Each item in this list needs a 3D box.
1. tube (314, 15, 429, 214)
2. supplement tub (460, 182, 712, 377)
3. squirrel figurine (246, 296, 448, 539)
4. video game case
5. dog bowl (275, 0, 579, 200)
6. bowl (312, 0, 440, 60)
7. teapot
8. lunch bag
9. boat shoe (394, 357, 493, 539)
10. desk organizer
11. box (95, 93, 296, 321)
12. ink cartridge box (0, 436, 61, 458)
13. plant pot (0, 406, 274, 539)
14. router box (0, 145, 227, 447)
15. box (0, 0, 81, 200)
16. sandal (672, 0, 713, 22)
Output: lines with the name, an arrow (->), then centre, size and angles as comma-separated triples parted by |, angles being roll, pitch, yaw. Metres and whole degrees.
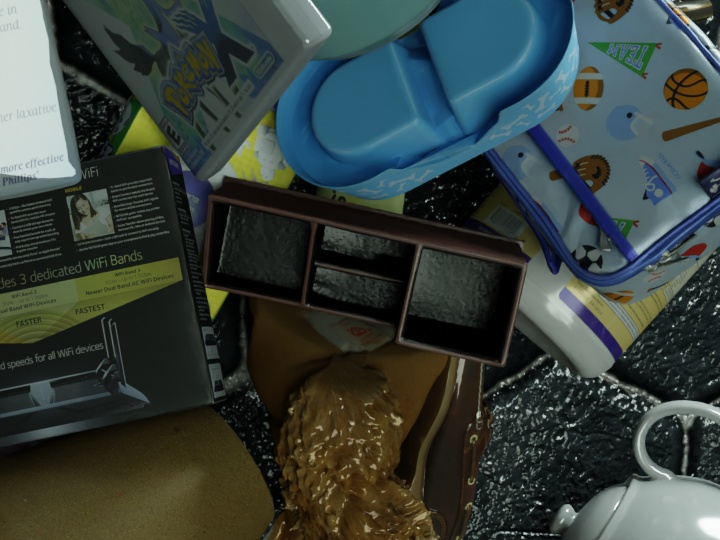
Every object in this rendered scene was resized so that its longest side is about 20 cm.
tube -> 0.008, -0.089, 0.874 | 0.052, 0.058, 0.200 | -22, 126, -60
supplement tub -> 0.176, -0.041, 0.894 | 0.200, 0.145, 0.145 | -47, 115, -2
squirrel figurine -> -0.017, 0.128, 0.845 | 0.141, 0.200, 0.187 | 7, 118, -6
video game case -> -0.110, -0.157, 0.701 | 0.022, 0.200, 0.182 | -37, 91, -27
dog bowl -> 0.044, -0.114, 0.784 | 0.200, 0.112, 0.050 | -26, 151, 16
bowl -> -0.014, -0.204, 0.764 | 0.201, 0.201, 0.105 | -42, 130, -4
teapot -> 0.216, 0.228, 0.985 | 0.146, 0.198, 0.200 | 35, 56, 11
lunch bag -> 0.156, -0.083, 0.791 | 0.160, 0.200, 0.076 | -37, 153, 11
boat shoe -> 0.062, 0.118, 0.942 | 0.070, 0.070, 0.200 | 3, 111, -25
desk organizer -> 0.000, 0.000, 0.789 | 0.200, 0.077, 0.072 | 12, 100, 1
box -> -0.124, -0.042, 0.839 | 0.117, 0.048, 0.200 | 28, 96, -24
ink cartridge box -> -0.210, 0.150, 0.869 | 0.200, 0.037, 0.095 | 17, 99, -25
plant pot -> -0.159, 0.175, 0.792 | 0.200, 0.186, 0.187 | -31, 114, -23
router box -> -0.195, 0.023, 0.769 | 0.200, 0.052, 0.158 | -11, 87, 2
box -> -0.230, -0.150, 0.695 | 0.105, 0.184, 0.200 | -13, 108, -15
sandal -> 0.158, -0.199, 0.886 | 0.200, 0.082, 0.055 | 4, 97, -13
